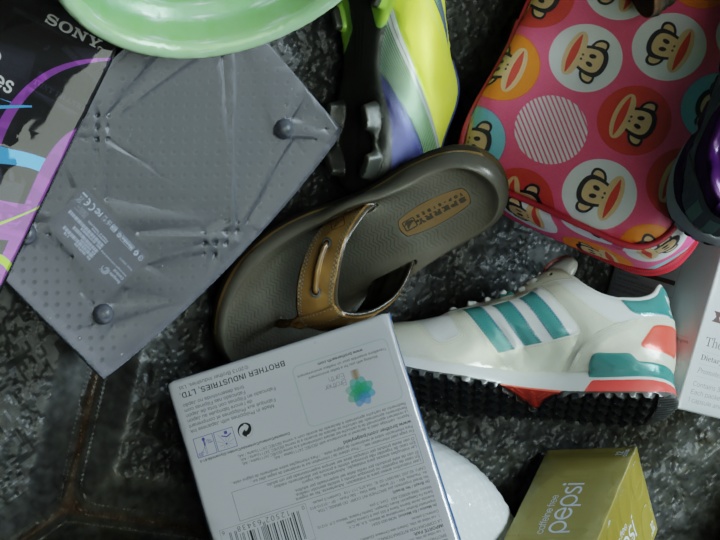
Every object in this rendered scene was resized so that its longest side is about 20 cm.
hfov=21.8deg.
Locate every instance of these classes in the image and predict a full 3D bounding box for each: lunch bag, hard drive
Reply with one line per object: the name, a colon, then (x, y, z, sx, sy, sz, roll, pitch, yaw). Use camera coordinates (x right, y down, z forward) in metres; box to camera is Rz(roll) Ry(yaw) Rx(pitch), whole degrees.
lunch bag: (0.170, -0.105, 1.109, 0.201, 0.176, 0.082, -62, 156, -5)
hard drive: (-0.120, -0.053, 1.055, 0.200, 0.042, 0.135, -47, 115, -9)

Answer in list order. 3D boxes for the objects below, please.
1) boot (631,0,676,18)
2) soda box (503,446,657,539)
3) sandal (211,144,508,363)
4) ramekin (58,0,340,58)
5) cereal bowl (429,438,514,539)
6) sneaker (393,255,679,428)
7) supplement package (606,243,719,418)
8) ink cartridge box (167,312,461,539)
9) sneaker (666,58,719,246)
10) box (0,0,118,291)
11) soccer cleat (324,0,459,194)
boot: (0.192, -0.248, 1.067, 0.096, 0.075, 0.201, -6, 94, -13)
soda box: (0.124, 0.187, 1.138, 0.200, 0.064, 0.068, -54, 133, -56)
sandal: (0.000, 0.000, 1.080, 0.199, 0.055, 0.082, -27, 127, 9)
ramekin: (-0.079, -0.215, 0.954, 0.199, 0.098, 0.200, -16, 144, -12)
cereal bowl: (0.019, 0.202, 1.147, 0.199, 0.083, 0.201, -5, 102, -23)
sneaker: (0.098, 0.038, 1.145, 0.199, 0.070, 0.094, 5, 67, 7)
supplement package: (0.241, -0.009, 1.196, 0.113, 0.109, 0.201, 13, 94, -27)
ink cartridge box: (-0.017, 0.142, 1.058, 0.136, 0.076, 0.201, -17, 78, 0)
sneaker: (0.231, -0.110, 1.018, 0.074, 0.088, 0.201, 19, 84, 0)
box: (-0.230, -0.068, 0.979, 0.142, 0.036, 0.201, 26, 84, -9)
soccer cleat: (0.027, -0.140, 1.106, 0.083, 0.065, 0.201, 1, 98, -44)
